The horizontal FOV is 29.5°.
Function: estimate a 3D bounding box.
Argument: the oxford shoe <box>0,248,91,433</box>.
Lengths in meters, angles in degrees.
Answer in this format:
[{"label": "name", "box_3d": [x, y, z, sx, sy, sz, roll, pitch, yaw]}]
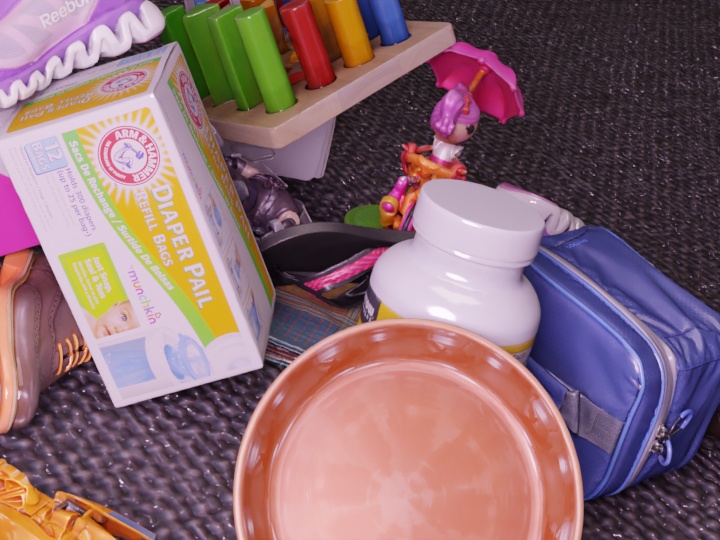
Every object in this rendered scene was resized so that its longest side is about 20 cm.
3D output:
[{"label": "oxford shoe", "box_3d": [-0.208, 0.042, 0.902, 0.072, 0.072, 0.201, 12, 26, -14]}]

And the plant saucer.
[{"label": "plant saucer", "box_3d": [0.027, 0.129, 0.772, 0.197, 0.203, 0.032, 14, -17, -2]}]

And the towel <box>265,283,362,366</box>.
[{"label": "towel", "box_3d": [-0.022, 0.028, 1.080, 0.145, 0.022, 0.200, 19, 27, 6]}]

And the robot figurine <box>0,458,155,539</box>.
[{"label": "robot figurine", "box_3d": [-0.135, 0.177, 0.694, 0.198, 0.059, 0.145, 23, 29, 17]}]

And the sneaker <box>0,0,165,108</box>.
[{"label": "sneaker", "box_3d": [-0.221, -0.160, 0.877, 0.080, 0.090, 0.199, 7, 33, 46]}]

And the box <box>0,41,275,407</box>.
[{"label": "box", "box_3d": [-0.141, -0.030, 0.898, 0.111, 0.202, 0.102, -16, 25, 10]}]

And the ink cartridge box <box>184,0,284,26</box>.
[{"label": "ink cartridge box", "box_3d": [-0.094, -0.277, 1.445, 0.173, 0.045, 0.200, 3, -10, -1]}]

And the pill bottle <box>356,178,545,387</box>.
[{"label": "pill bottle", "box_3d": [0.050, 0.051, 0.868, 0.110, 0.203, 0.112, 13, 21, -5]}]

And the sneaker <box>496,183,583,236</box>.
[{"label": "sneaker", "box_3d": [0.177, 0.004, 1.161, 0.199, 0.089, 0.080, 26, 0, -30]}]

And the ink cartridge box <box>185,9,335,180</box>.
[{"label": "ink cartridge box", "box_3d": [-0.113, -0.177, 1.350, 0.142, 0.086, 0.201, 7, 29, -17]}]

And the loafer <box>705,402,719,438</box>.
[{"label": "loafer", "box_3d": [0.238, 0.093, 1.051, 0.072, 0.072, 0.199, -29, 32, -28]}]

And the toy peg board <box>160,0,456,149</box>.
[{"label": "toy peg board", "box_3d": [-0.062, -0.200, 1.151, 0.198, 0.099, 0.199, -34, 28, -27]}]

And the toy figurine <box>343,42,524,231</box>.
[{"label": "toy figurine", "box_3d": [0.070, -0.100, 1.166, 0.148, 0.186, 0.200, 21, 21, 14]}]

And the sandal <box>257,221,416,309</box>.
[{"label": "sandal", "box_3d": [0.000, 0.000, 1.047, 0.197, 0.075, 0.046, -1, 61, -22]}]

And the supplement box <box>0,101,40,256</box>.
[{"label": "supplement box", "box_3d": [-0.311, -0.077, 0.971, 0.103, 0.103, 0.199, -21, 27, -37]}]

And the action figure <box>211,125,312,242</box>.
[{"label": "action figure", "box_3d": [-0.106, -0.066, 1.072, 0.130, 0.070, 0.199, 36, 1, 44]}]

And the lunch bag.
[{"label": "lunch bag", "box_3d": [0.157, 0.068, 0.970, 0.131, 0.137, 0.200, -8, 36, -38]}]
